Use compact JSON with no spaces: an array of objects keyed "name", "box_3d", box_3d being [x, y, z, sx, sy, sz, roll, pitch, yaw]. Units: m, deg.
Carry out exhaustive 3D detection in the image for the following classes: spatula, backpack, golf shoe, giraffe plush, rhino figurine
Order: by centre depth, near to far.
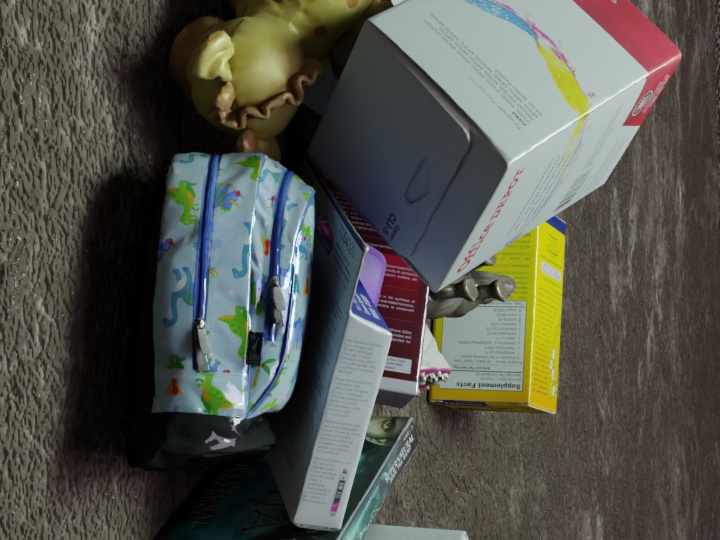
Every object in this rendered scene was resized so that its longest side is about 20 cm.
[{"name":"backpack","box_3d":[-0.092,0.022,1.108,0.163,0.152,0.203,73,7,-82]},{"name":"giraffe plush","box_3d":[-0.061,-0.155,1.168,0.173,0.199,0.163,47,69,-23]},{"name":"spatula","box_3d":[-0.008,0.053,1.252,0.056,0.021,0.201,30,38,-26]},{"name":"golf shoe","box_3d":[0.010,0.058,1.468,0.200,0.075,0.092,24,46,-64]},{"name":"rhino figurine","box_3d":[0.081,0.012,1.485,0.199,0.087,0.061,8,69,-64]}]

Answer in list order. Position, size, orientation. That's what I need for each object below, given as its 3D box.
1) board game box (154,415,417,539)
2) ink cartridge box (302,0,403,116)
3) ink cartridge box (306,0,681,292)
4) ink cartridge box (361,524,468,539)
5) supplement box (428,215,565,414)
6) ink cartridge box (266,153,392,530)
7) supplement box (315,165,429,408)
[{"name":"board game box","box_3d":[-0.052,0.162,1.204,0.200,0.134,0.028,-53,138,-57]},{"name":"ink cartridge box","box_3d":[0.063,-0.151,1.350,0.145,0.199,0.085,-46,168,-39]},{"name":"ink cartridge box","box_3d":[0.091,-0.113,1.177,0.199,0.145,0.146,-32,161,-38]},{"name":"ink cartridge box","box_3d":[-0.023,0.258,1.190,0.084,0.198,0.146,68,31,-43]},{"name":"supplement box","box_3d":[0.141,0.040,1.720,0.109,0.108,0.203,23,70,-66]},{"name":"ink cartridge box","box_3d":[-0.026,0.045,1.178,0.197,0.043,0.202,-120,-136,-64]},{"name":"supplement box","box_3d":[0.000,0.000,1.353,0.061,0.107,0.203,124,-26,-73]}]
